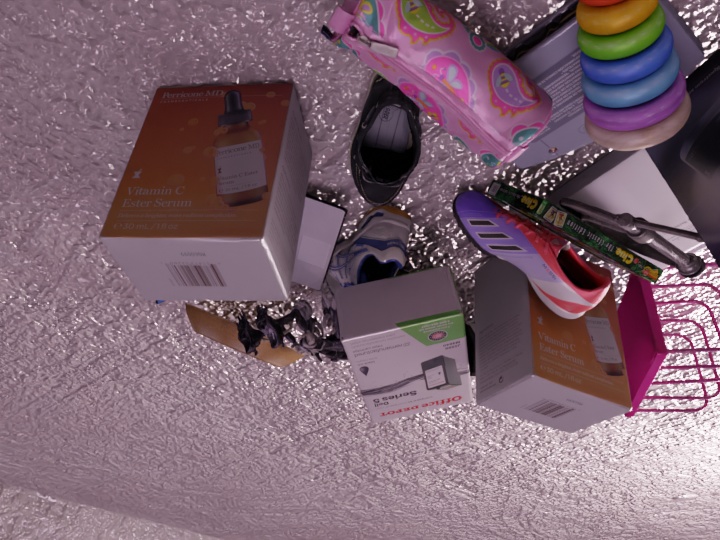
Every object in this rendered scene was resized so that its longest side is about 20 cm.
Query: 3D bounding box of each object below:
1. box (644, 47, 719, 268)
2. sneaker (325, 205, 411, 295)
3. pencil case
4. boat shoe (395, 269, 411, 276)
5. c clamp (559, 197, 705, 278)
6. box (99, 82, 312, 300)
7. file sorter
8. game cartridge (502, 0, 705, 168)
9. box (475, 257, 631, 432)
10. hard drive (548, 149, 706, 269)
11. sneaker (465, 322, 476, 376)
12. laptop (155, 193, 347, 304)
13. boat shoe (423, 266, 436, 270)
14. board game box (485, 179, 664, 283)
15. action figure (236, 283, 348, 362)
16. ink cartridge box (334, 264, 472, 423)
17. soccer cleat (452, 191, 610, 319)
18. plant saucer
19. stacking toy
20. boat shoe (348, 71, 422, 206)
[{"bbox_3d":[0.363,-0.107,0.504,0.123,0.198,0.200,24,129,-26],"label":"box"},{"bbox_3d":[0.000,0.000,0.831,0.075,0.088,0.200,14,146,-16],"label":"sneaker"},{"bbox_3d":[0.068,-0.173,0.542,0.200,0.087,0.087,34,138,-16],"label":"pencil case"},{"bbox_3d":[0.047,0.070,0.938,0.065,0.073,0.200,10,145,2],"label":"boat shoe"},{"bbox_3d":[0.294,-0.030,0.655,0.200,0.027,0.171,18,-172,-46],"label":"c clamp"},{"bbox_3d":[-0.142,-0.080,0.634,0.152,0.200,0.106,-1,146,8],"label":"box"},{"bbox_3d":[0.436,0.099,0.874,0.125,0.139,0.200,-2,145,8],"label":"file sorter"},{"bbox_3d":[0.202,-0.178,0.595,0.133,0.040,0.200,33,137,-29],"label":"game cartridge"},{"bbox_3d":[0.238,0.081,0.805,0.152,0.200,0.106,19,144,-20],"label":"box"},{"bbox_3d":[0.340,-0.073,0.735,0.200,0.027,0.132,23,142,-25],"label":"hard drive"},{"bbox_3d":[0.209,0.112,0.923,0.121,0.084,0.200,-4,-178,4],"label":"sneaker"},{"bbox_3d":[-0.143,-0.015,0.796,0.200,0.116,0.187,20,145,-2],"label":"laptop"},{"bbox_3d":[0.117,0.049,0.915,0.057,0.067,0.200,-11,150,-5],"label":"boat shoe"},{"bbox_3d":[0.248,-0.045,0.733,0.200,0.105,0.023,24,101,-25],"label":"board game box"},{"bbox_3d":[-0.062,0.075,0.879,0.200,0.102,0.119,8,152,-37],"label":"action figure"},{"bbox_3d":[0.061,0.101,0.811,0.145,0.084,0.200,-13,137,3],"label":"ink cartridge box"},{"bbox_3d":[0.194,-0.030,0.721,0.200,0.068,0.073,43,149,7],"label":"soccer cleat"},{"bbox_3d":[-0.183,0.106,0.970,0.200,0.035,0.200,23,170,4],"label":"plant saucer"},{"bbox_3d":[0.202,-0.191,0.485,0.085,0.085,0.200,-11,137,22],"label":"stacking toy"},{"bbox_3d":[0.027,-0.123,0.667,0.074,0.066,0.199,10,145,-8],"label":"boat shoe"}]
